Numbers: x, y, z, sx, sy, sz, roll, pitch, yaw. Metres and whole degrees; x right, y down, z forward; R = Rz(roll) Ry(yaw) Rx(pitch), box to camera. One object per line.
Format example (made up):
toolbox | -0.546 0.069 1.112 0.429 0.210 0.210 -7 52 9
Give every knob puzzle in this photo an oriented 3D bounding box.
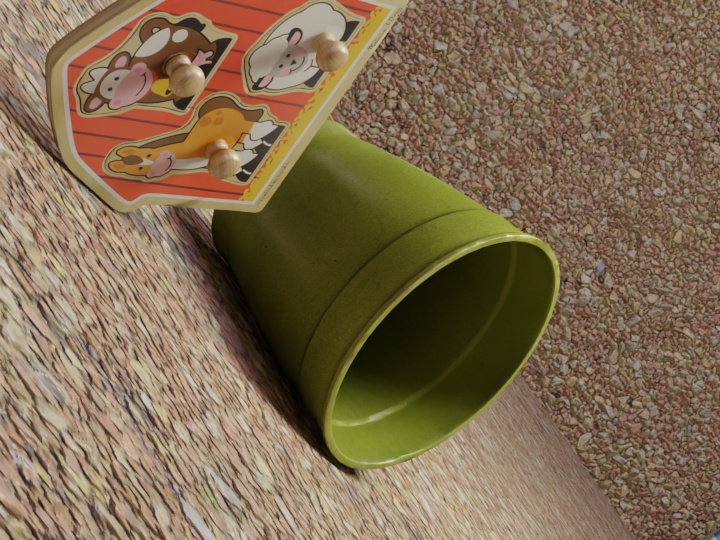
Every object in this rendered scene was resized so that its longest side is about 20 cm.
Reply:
knob puzzle | -0.086 -0.099 0.987 0.030 0.219 0.220 59 6 31

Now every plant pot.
plant pot | 0.000 0.000 1.227 0.193 0.200 0.200 45 -1 32

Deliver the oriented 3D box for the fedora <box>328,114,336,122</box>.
fedora | -0.074 -0.170 2.039 0.201 0.082 0.201 61 3 -5

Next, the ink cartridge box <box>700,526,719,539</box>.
ink cartridge box | 0.770 0.668 3.870 0.145 0.200 0.147 54 5 8
